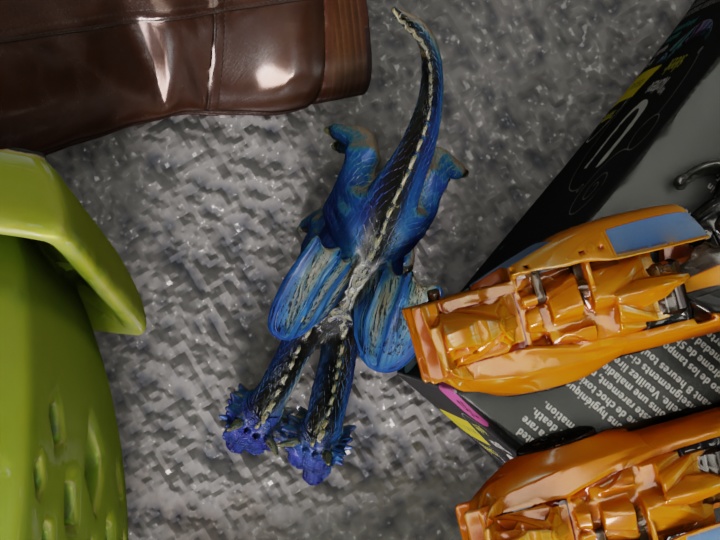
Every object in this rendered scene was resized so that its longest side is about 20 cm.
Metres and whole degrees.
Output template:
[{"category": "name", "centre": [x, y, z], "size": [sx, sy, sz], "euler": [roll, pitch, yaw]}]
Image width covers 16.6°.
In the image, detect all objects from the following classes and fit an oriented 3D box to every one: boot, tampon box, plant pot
[{"category": "boot", "centre": [-0.102, -0.136, 0.940], "size": [0.199, 0.064, 0.188], "euler": [-11, 92, -19]}, {"category": "tampon box", "centre": [0.129, 0.005, 0.939], "size": [0.126, 0.150, 0.200], "euler": [40, 85, -5]}, {"category": "plant pot", "centre": [-0.181, 0.052, 0.869], "size": [0.198, 0.200, 0.183], "euler": [8, 79, 6]}]

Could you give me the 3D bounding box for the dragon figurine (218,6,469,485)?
[{"category": "dragon figurine", "centre": [0.000, 0.000, 0.931], "size": [0.059, 0.200, 0.100], "euler": [20, 48, -8]}]

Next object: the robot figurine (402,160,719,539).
[{"category": "robot figurine", "centre": [0.123, 0.035, 0.833], "size": [0.199, 0.058, 0.146], "euler": [-15, 93, -6]}]
